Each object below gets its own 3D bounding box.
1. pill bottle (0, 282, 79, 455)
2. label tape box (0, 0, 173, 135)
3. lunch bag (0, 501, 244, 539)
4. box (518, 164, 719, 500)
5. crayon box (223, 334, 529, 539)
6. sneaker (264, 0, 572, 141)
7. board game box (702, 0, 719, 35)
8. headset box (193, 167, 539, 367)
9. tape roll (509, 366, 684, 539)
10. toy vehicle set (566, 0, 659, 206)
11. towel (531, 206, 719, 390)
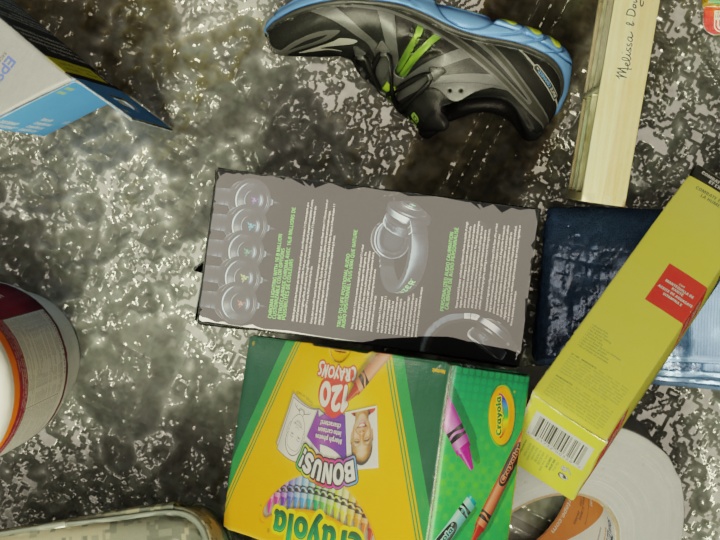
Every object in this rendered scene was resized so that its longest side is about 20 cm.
[{"bbox_3d":[-0.241,0.063,0.961,0.109,0.200,0.110,0,93,3],"label":"pill bottle"},{"bbox_3d":[-0.224,-0.130,0.979,0.200,0.144,0.063,40,94,1],"label":"label tape box"},{"bbox_3d":[-0.158,0.222,0.982,0.199,0.168,0.140,-10,81,5],"label":"lunch bag"},{"bbox_3d":[0.157,0.032,0.890,0.050,0.075,0.200,33,56,13],"label":"box"},{"bbox_3d":[0.003,0.105,0.881,0.058,0.200,0.119,10,86,-35],"label":"crayon box"},{"bbox_3d":[0.034,-0.130,1.001,0.199,0.071,0.083,14,87,0],"label":"sneaker"},{"bbox_3d":[0.271,-0.251,1.005,0.095,0.030,0.201,1,95,4],"label":"board game box"},{"bbox_3d":[0.000,0.000,0.955,0.199,0.174,0.093,8,88,2],"label":"headset box"},{"bbox_3d":[0.098,0.160,0.962,0.200,0.066,0.201,-11,123,-17],"label":"tape roll"},{"bbox_3d":[0.160,-0.140,0.966,0.026,0.124,0.201,9,93,3],"label":"toy vehicle set"},{"bbox_3d":[0.209,0.018,0.993,0.199,0.049,0.112,5,87,12],"label":"towel"}]
